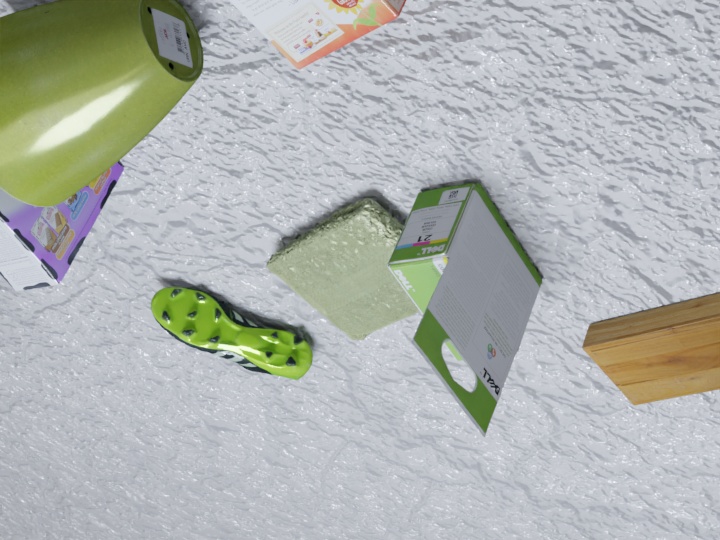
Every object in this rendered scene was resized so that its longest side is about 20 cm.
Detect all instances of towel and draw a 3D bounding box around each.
[{"bbox_3d":[0.000,0.000,1.717,0.148,0.037,0.200,38,143,-17],"label":"towel"}]

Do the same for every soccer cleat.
[{"bbox_3d":[-0.151,0.080,1.887,0.199,0.068,0.081,22,157,3],"label":"soccer cleat"}]

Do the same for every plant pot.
[{"bbox_3d":[-0.252,-0.183,1.537,0.199,0.188,0.187,-22,125,28],"label":"plant pot"}]

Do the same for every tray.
[{"bbox_3d":[0.329,0.078,1.621,0.199,0.037,0.099,-18,127,43],"label":"tray"}]

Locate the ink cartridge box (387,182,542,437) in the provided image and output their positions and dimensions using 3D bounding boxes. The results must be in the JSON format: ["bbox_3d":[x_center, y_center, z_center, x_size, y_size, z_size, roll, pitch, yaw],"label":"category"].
[{"bbox_3d":[0.088,0.039,1.571,0.075,0.201,0.148,-7,134,37],"label":"ink cartridge box"}]

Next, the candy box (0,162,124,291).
[{"bbox_3d":[-0.356,-0.109,1.675,0.071,0.168,0.200,-9,132,36],"label":"candy box"}]

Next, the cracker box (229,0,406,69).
[{"bbox_3d":[-0.067,-0.277,1.386,0.133,0.058,0.200,-20,126,44],"label":"cracker box"}]
